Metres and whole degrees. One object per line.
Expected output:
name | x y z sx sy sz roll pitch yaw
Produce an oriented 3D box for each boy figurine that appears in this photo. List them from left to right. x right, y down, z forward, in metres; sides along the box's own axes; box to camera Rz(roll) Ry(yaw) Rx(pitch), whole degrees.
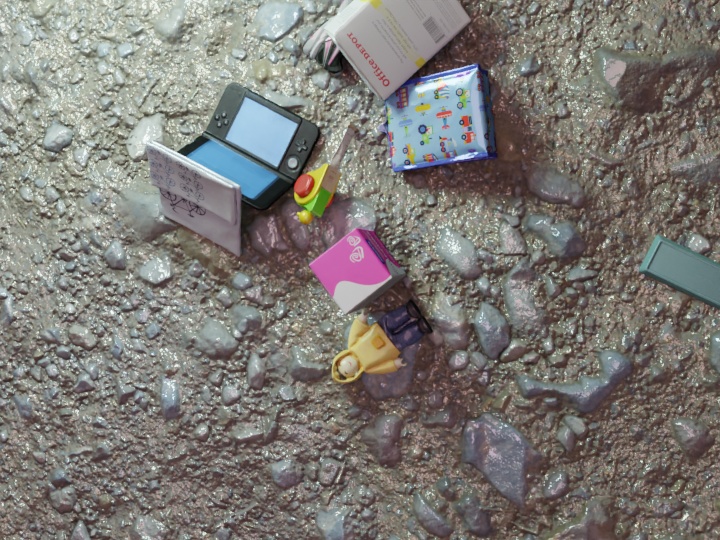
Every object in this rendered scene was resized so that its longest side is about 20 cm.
boy figurine | 0.025 0.129 1.384 0.199 0.064 0.125 -33 89 7

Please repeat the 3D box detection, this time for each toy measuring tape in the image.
toy measuring tape | -0.069 -0.175 1.398 0.073 0.074 0.202 20 79 9

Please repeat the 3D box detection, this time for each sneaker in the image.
sneaker | -0.006 -0.430 1.373 0.086 0.080 0.200 44 107 -6

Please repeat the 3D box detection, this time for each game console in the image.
game console | -0.200 -0.224 1.386 0.199 0.116 0.177 29 97 8

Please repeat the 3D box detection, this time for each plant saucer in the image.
plant saucer | 0.571 0.014 1.301 0.199 0.019 0.070 27 97 8

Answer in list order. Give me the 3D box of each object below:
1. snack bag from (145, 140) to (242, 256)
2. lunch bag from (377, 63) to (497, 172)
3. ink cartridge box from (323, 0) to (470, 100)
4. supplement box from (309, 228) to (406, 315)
snack bag | -0.292 -0.122 1.386 0.187 0.201 0.021 27 56 11
lunch bag | 0.124 -0.255 1.347 0.198 0.094 0.152 -6 94 20
ink cartridge box | 0.059 -0.411 1.312 0.200 0.084 0.145 -41 118 5
supplement box | 0.000 0.000 1.314 0.103 0.200 0.102 -37 86 10
